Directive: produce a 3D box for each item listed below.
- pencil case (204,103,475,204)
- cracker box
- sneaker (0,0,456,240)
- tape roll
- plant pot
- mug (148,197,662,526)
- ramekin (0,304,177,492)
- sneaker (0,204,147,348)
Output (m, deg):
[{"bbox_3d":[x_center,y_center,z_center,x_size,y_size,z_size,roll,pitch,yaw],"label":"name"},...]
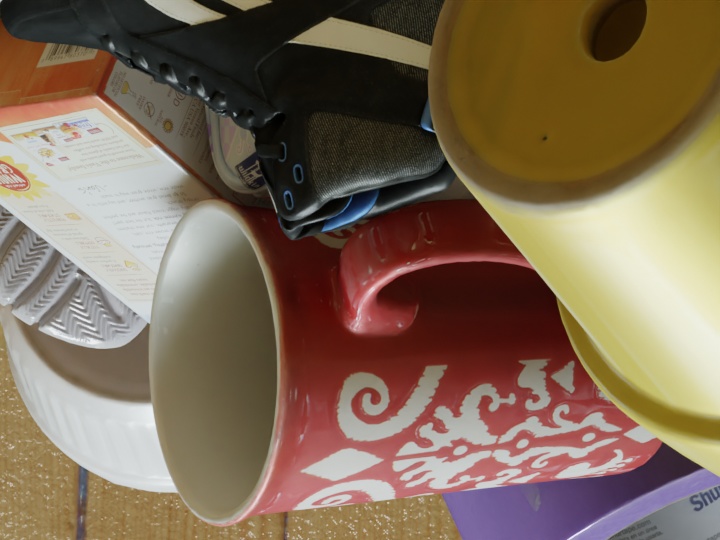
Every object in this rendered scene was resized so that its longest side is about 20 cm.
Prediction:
[{"bbox_3d":[0.031,-0.067,1.139,0.200,0.083,0.091,7,154,-37],"label":"pencil case"},{"bbox_3d":[-0.089,-0.039,1.194,0.134,0.058,0.200,-4,145,42],"label":"cracker box"},{"bbox_3d":[-0.049,-0.068,1.008,0.199,0.112,0.073,0,173,16],"label":"sneaker"},{"bbox_3d":[0.145,0.104,1.376,0.200,0.085,0.200,-22,157,-10],"label":"tape roll"},{"bbox_3d":[0.128,-0.044,0.893,0.200,0.201,0.189,-3,157,39],"label":"plant pot"},{"bbox_3d":[0.036,0.038,1.110,0.199,0.134,0.177,0,-179,-28],"label":"mug"},{"bbox_3d":[-0.099,0.008,1.399,0.202,0.203,0.094,1,161,9],"label":"ramekin"},{"bbox_3d":[-0.185,-0.040,1.305,0.200,0.078,0.112,42,173,-11],"label":"sneaker"}]
